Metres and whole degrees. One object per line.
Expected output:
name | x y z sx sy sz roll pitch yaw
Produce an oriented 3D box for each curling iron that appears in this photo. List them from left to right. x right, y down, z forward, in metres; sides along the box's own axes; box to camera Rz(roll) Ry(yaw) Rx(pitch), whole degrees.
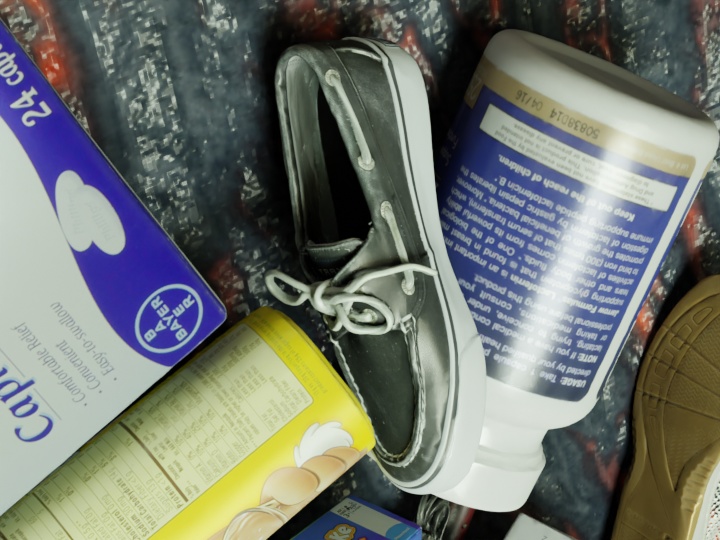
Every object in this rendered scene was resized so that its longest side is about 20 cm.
curling iron | 0.066 0.069 1.047 0.201 0.025 0.050 -67 163 8

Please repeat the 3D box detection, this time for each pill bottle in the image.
pill bottle | 0.074 0.001 0.964 0.115 0.116 0.201 14 106 -37

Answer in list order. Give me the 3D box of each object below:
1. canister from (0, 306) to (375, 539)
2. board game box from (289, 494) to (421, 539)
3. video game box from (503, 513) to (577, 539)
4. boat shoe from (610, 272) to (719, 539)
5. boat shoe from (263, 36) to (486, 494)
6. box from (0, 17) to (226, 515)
canister | -0.097 0.109 0.895 0.200 0.149 0.087 -39 90 -13
board game box | -0.030 0.226 0.999 0.134 0.045 0.201 -31 133 -46
video game box | 0.081 0.241 1.090 0.183 0.047 0.200 -55 147 -11
boat shoe | 0.188 0.091 1.122 0.069 0.071 0.201 -7 122 -38
boat shoe | 0.002 -0.001 0.898 0.068 0.073 0.201 -8 94 -47
box | -0.186 0.006 0.806 0.200 0.105 0.184 -41 129 -7
